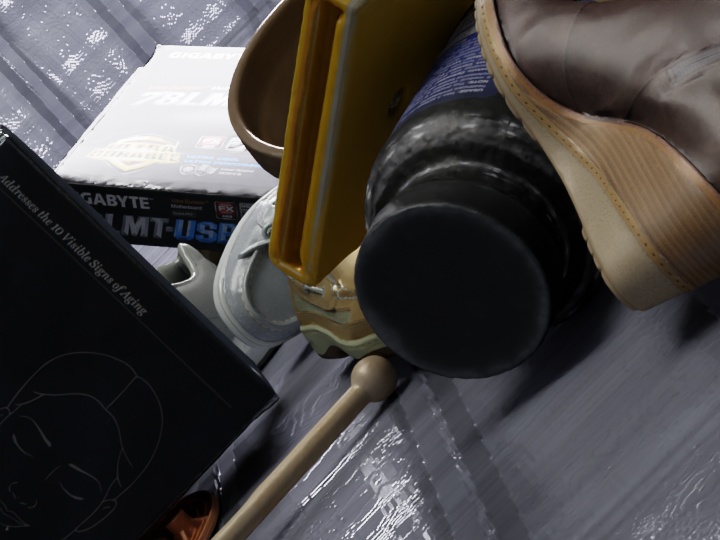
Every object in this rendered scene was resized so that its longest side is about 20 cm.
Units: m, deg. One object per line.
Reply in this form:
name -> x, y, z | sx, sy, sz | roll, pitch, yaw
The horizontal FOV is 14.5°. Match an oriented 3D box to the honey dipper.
honey dipper -> -0.049, 0.113, 1.324 | 0.200, 0.038, 0.038 | -46, 10, -21

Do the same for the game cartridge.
game cartridge -> 0.033, -0.110, 1.334 | 0.200, 0.032, 0.176 | -44, -24, -40

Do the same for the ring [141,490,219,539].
ring -> -0.148, 0.187, 1.473 | 0.200, 0.019, 0.200 | -45, 10, 10

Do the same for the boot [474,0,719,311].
boot -> 0.141, -0.091, 1.099 | 0.166, 0.072, 0.200 | -38, 46, 16

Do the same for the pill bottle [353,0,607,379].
pill bottle -> 0.066, -0.041, 1.233 | 0.112, 0.112, 0.200 | -39, 12, 35

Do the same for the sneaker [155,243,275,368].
sneaker -> -0.122, 0.062, 1.641 | 0.076, 0.092, 0.200 | -39, 13, 37

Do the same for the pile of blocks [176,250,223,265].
pile of blocks -> -0.052, -0.057, 1.854 | 0.062, 0.082, 0.200 | -31, 18, 44

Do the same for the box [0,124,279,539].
box -> -0.184, 0.062, 1.482 | 0.197, 0.200, 0.124 | -46, 10, 0

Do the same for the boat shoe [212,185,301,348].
boat shoe -> -0.008, -0.036, 1.627 | 0.202, 0.074, 0.065 | -44, 4, -28

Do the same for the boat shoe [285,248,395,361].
boat shoe -> 0.000, 0.000, 1.411 | 0.072, 0.076, 0.200 | -36, 7, -21

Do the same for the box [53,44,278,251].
box -> -0.073, -0.080, 1.806 | 0.200, 0.050, 0.199 | 5, 34, 19

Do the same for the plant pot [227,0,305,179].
plant pot -> 0.035, -0.102, 1.560 | 0.201, 0.093, 0.201 | -23, 35, 18
